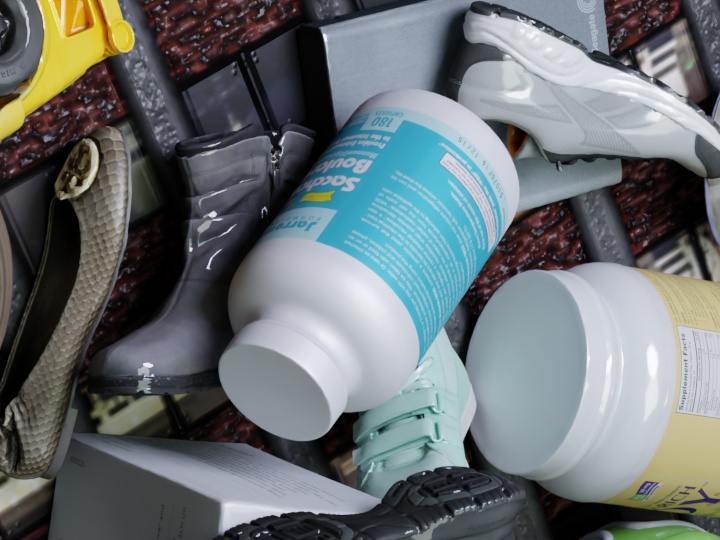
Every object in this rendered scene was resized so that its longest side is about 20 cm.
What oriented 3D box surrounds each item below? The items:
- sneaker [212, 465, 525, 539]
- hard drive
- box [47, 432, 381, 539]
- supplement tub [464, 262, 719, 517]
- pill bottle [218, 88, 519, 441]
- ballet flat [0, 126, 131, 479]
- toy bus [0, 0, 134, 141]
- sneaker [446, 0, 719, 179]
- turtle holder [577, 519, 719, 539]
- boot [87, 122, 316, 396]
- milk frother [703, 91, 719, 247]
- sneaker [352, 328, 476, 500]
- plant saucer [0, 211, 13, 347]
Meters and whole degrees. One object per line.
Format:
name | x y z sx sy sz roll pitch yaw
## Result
sneaker | 0.001 0.164 1.396 0.199 0.076 0.091 -11 108 -27
hard drive | 0.063 -0.098 1.642 0.199 0.033 0.140 -17 108 -29
box | -0.081 0.205 1.509 0.130 0.200 0.200 6 94 -33
supplement tub | 0.178 0.073 1.681 0.199 0.145 0.146 9 94 -33
pill bottle | 0.000 0.000 1.500 0.111 0.110 0.200 58 46 -26
ballet flat | -0.168 0.017 1.505 0.046 0.067 0.201 12 98 -24
toy bus | -0.200 -0.175 1.412 0.192 0.135 0.201 -34 108 -40
sneaker | 0.133 -0.092 1.632 0.199 0.074 0.080 21 97 -27
turtle holder | 0.173 0.245 1.718 0.140 0.132 0.187 -4 102 -32
boot | -0.091 -0.009 1.525 0.200 0.070 0.132 -26 114 -58
milk frother | 0.325 -0.014 1.720 0.180 0.187 0.201 23 75 -61
sneaker | 0.013 0.073 1.571 0.073 0.201 0.119 -20 111 14
plant saucer | -0.271 0.013 1.457 0.199 0.029 0.201 -7 104 -31
